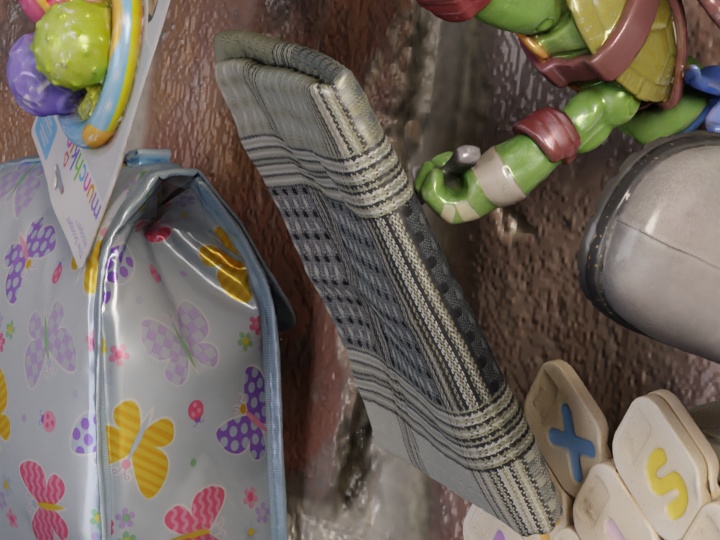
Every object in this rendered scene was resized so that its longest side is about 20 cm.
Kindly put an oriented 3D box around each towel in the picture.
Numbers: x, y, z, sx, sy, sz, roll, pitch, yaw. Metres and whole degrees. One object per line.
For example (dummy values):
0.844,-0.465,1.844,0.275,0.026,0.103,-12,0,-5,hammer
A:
0.000,0.000,0.888,0.194,0.034,0.200,64,171,-16,towel

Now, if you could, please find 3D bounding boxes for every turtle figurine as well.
0.034,-0.100,0.845,0.199,0.194,0.144,26,77,44,turtle figurine

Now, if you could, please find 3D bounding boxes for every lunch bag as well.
-0.118,0.043,1.080,0.169,0.126,0.202,1,96,52,lunch bag

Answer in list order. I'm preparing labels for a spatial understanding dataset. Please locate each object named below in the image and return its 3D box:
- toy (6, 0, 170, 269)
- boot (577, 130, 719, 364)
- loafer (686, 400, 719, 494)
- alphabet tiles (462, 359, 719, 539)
-0.122,-0.117,0.979,0.201,0.047,0.115,-65,30,28,toy
0.170,0.022,0.681,0.131,0.199,0.070,32,102,50,boot
0.181,0.098,0.765,0.200,0.071,0.063,24,121,55,loafer
0.098,0.141,0.845,0.196,0.014,0.201,59,144,32,alphabet tiles
